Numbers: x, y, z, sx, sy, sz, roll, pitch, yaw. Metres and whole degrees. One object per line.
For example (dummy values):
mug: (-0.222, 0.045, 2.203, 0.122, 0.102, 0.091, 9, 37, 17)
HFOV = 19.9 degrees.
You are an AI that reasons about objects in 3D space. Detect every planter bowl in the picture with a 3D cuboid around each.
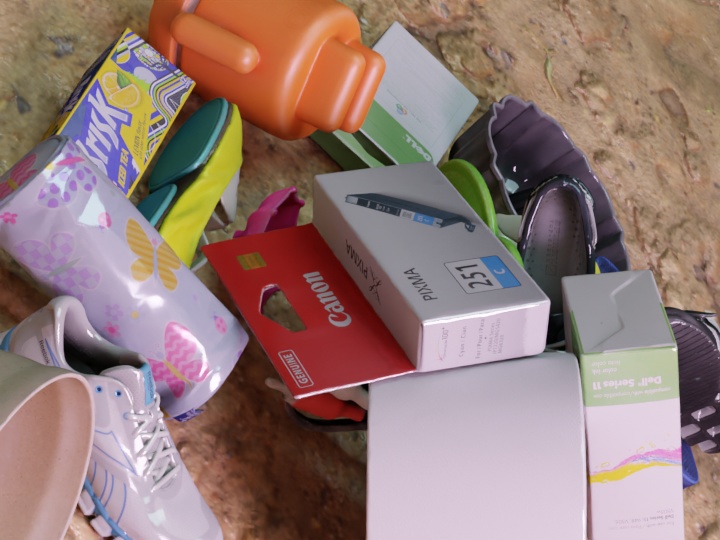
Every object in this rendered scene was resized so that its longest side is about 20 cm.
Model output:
planter bowl: (-0.249, 0.121, 1.103, 0.134, 0.201, 0.200, 23, 32, 13)

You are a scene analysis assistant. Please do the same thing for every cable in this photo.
cable: (0.024, 0.107, 1.458, 0.199, 0.097, 0.050, 33, 24, -12)

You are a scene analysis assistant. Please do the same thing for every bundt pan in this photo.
bundt pan: (0.142, -0.044, 1.747, 0.202, 0.076, 0.203, 40, 33, -33)

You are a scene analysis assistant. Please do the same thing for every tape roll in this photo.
tape roll: (0.074, 0.154, 1.352, 0.138, 0.204, 0.204, 0, 45, 1)

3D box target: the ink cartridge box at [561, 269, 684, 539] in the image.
ink cartridge box: (0.181, 0.115, 1.417, 0.067, 0.201, 0.117, -6, 26, 1)

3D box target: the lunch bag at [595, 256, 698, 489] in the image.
lunch bag: (0.169, 0.108, 1.601, 0.136, 0.132, 0.201, 43, 31, -42)

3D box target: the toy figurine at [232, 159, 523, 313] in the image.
toy figurine: (0.000, 0.000, 1.504, 0.183, 0.151, 0.200, 0, 20, -21)

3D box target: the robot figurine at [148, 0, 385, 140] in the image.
robot figurine: (-0.080, -0.175, 1.590, 0.199, 0.117, 0.144, 29, 53, 20)

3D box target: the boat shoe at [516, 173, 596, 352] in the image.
boat shoe: (0.135, 0.031, 1.491, 0.060, 0.075, 0.202, 10, 80, -85)

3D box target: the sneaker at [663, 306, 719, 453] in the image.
sneaker: (0.239, 0.062, 1.542, 0.200, 0.074, 0.089, 50, 25, -55)

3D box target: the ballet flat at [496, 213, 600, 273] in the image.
ballet flat: (0.104, -0.016, 1.601, 0.067, 0.199, 0.067, -44, 123, -27)

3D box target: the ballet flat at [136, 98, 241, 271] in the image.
ballet flat: (-0.125, -0.045, 1.484, 0.067, 0.067, 0.200, 53, 35, -22)

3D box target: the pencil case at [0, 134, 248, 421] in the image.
pencil case: (-0.163, 0.006, 1.342, 0.200, 0.090, 0.083, 50, 39, -19)

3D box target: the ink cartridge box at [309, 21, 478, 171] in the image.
ink cartridge box: (0.019, -0.119, 1.719, 0.104, 0.059, 0.200, 43, 35, -7)

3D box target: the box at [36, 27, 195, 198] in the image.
box: (-0.188, -0.087, 1.460, 0.070, 0.064, 0.200, 39, 36, -12)

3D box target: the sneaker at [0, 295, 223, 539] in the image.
sneaker: (-0.150, 0.101, 1.299, 0.200, 0.087, 0.075, 49, 33, -1)

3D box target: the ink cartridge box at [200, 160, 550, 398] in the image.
ink cartridge box: (0.005, 0.001, 1.366, 0.175, 0.045, 0.200, -9, 33, -20)
